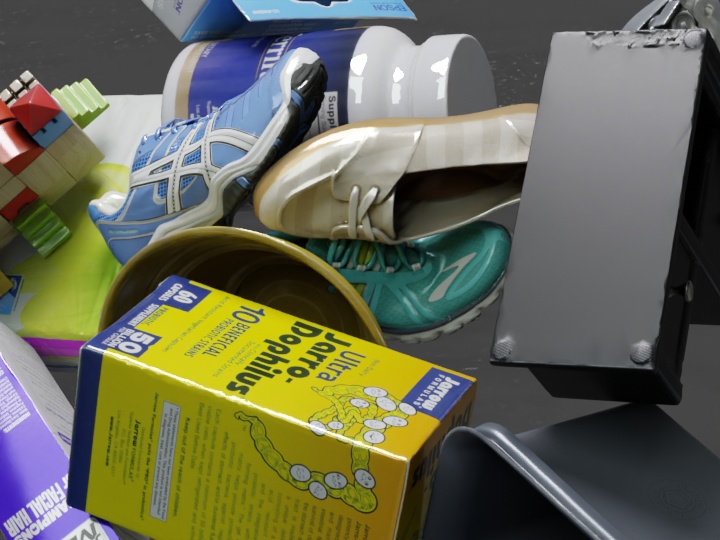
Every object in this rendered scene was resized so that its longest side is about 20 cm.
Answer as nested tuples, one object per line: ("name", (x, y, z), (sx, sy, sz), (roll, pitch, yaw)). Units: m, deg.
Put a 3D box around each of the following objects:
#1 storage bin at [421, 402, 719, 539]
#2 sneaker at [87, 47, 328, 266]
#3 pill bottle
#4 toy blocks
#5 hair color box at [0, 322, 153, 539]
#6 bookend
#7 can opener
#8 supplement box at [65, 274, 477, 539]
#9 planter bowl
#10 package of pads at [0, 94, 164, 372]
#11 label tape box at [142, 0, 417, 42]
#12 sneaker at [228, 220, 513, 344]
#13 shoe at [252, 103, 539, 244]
("storage bin", (0.148, 0.166, 1.139), (0.134, 0.146, 0.200), (-17, 43, -33))
("sneaker", (-0.097, -0.068, 1.325), (0.077, 0.076, 0.200), (45, 114, 3))
("pill bottle", (-0.019, -0.099, 1.391), (0.199, 0.116, 0.116), (-2, 59, 22))
("toy blocks", (-0.251, -0.059, 1.354), (0.200, 0.137, 0.100), (-41, 74, -3))
("hair color box", (-0.196, 0.122, 1.305), (0.065, 0.109, 0.200), (-38, 66, -1))
("bookend", (0.163, -0.001, 1.203), (0.092, 0.199, 0.201), (2, 66, 26))
("can opener", (0.167, -0.097, 1.358), (0.200, 0.053, 0.067), (-55, 22, -14))
("supplement box", (-0.051, 0.097, 1.206), (0.199, 0.110, 0.109), (18, 28, 16))
("planter bowl", (-0.054, 0.050, 1.303), (0.200, 0.201, 0.083), (0, 24, 25))
("package of pads", (-0.189, -0.027, 1.452), (0.154, 0.068, 0.201), (1, 61, 26))
("label tape box", (-0.076, -0.201, 1.466), (0.143, 0.066, 0.200), (-7, 42, -37))
("sneaker", (0.000, 0.000, 1.341), (0.199, 0.080, 0.078), (-7, 57, 20))
("shoe", (0.034, -0.055, 1.290), (0.199, 0.070, 0.053), (-13, 44, -7))
